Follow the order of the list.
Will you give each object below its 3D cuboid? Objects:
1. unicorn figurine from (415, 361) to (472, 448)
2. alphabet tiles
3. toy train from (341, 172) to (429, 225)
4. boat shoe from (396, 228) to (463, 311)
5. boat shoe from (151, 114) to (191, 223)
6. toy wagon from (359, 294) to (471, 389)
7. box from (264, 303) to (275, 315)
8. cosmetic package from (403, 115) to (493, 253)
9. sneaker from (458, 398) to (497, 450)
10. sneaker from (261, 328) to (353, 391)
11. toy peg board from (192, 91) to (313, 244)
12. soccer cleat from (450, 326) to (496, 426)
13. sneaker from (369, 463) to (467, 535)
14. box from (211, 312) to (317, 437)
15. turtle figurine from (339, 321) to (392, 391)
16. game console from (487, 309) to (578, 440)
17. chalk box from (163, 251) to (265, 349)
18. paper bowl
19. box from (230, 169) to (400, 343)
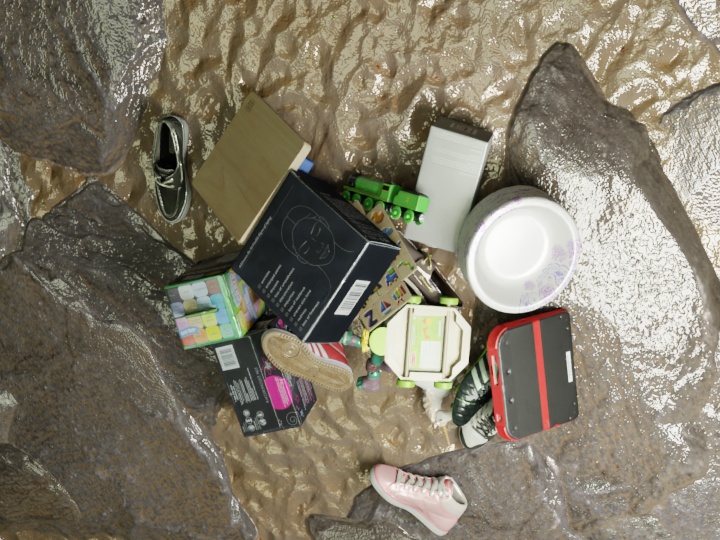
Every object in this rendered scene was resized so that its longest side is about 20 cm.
[{"bbox_3d":[0.138,0.201,1.601,0.199,0.074,0.137,41,105,-14],"label":"unicorn figurine"},{"bbox_3d":[0.004,-0.009,1.475,0.166,0.006,0.202,-39,67,23],"label":"alphabet tiles"},{"bbox_3d":[0.040,-0.124,1.499,0.198,0.041,0.058,22,100,44],"label":"toy train"},{"bbox_3d":[0.111,0.003,1.543,0.059,0.072,0.201,-24,113,27],"label":"boat shoe"},{"bbox_3d":[-0.356,-0.182,1.618,0.069,0.064,0.204,7,109,12],"label":"boat shoe"},{"bbox_3d":[0.092,0.121,1.507,0.196,0.040,0.159,4,92,-13],"label":"toy wagon"},{"bbox_3d":[-0.086,-0.015,1.560,0.197,0.044,0.164,-11,79,30],"label":"box"},{"bbox_3d":[0.149,-0.143,1.490,0.105,0.090,0.203,19,114,9],"label":"cosmetic package"},{"bbox_3d":[0.240,0.259,1.598,0.075,0.088,0.202,33,114,0],"label":"sneaker"},{"bbox_3d":[-0.102,0.139,1.613,0.198,0.113,0.071,32,113,-28],"label":"sneaker"},{"bbox_3d":[-0.168,-0.168,1.531,0.201,0.097,0.200,-53,49,11],"label":"toy peg board"},{"bbox_3d":[0.228,0.192,1.550,0.081,0.067,0.202,30,89,40],"label":"soccer cleat"},{"bbox_3d":[0.119,0.416,1.686,0.199,0.076,0.105,37,117,-8],"label":"sneaker"},{"bbox_3d":[-0.182,0.192,1.670,0.130,0.115,0.204,-13,103,19],"label":"box"},{"bbox_3d":[0.032,0.111,1.568,0.100,0.148,0.203,35,136,41],"label":"turtle figurine"},{"bbox_3d":[0.301,0.182,1.523,0.031,0.174,0.205,7,107,59],"label":"game console"},{"bbox_3d":[-0.267,0.059,1.601,0.122,0.200,0.126,-11,106,17],"label":"chalk box"},{"bbox_3d":[0.256,-0.041,1.463,0.196,0.105,0.205,-5,115,-11],"label":"paper bowl"},{"bbox_3d":[-0.075,-0.020,1.448,0.196,0.123,0.202,42,106,25],"label":"box"}]
